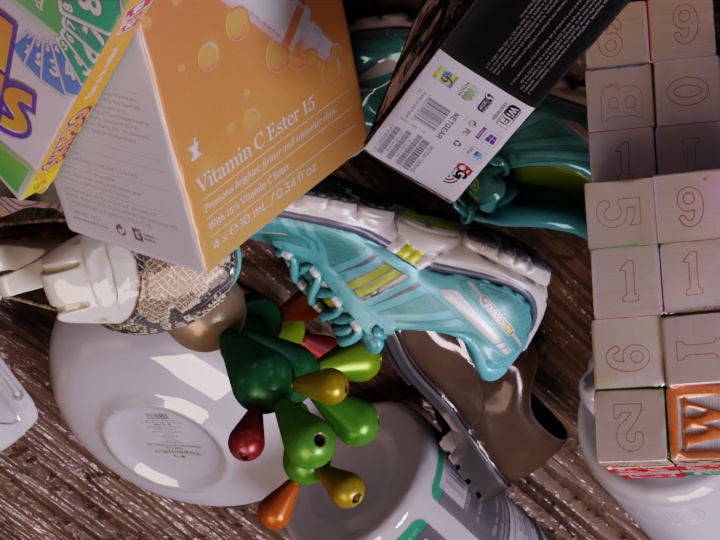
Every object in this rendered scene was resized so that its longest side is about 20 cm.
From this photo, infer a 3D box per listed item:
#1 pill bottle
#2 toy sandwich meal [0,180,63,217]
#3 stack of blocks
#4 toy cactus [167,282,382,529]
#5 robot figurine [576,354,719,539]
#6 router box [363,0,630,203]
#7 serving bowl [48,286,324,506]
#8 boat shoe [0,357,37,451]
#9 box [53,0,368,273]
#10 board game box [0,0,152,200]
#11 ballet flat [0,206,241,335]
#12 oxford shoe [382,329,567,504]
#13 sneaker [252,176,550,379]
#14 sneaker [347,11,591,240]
[{"bbox_3d":[0.052,0.182,1.020,0.112,0.114,0.200,-17,132,34],"label":"pill bottle"},{"bbox_3d":[-0.158,-0.060,0.887,0.203,0.071,0.206,11,137,10],"label":"toy sandwich meal"},{"bbox_3d":[0.134,-0.014,0.697,0.058,0.202,0.115,-4,168,15],"label":"stack of blocks"},{"bbox_3d":[-0.062,0.048,0.877,0.165,0.200,0.102,38,110,-15],"label":"toy cactus"},{"bbox_3d":[0.191,0.099,0.873,0.113,0.170,0.200,-44,135,0],"label":"robot figurine"},{"bbox_3d":[0.082,-0.143,0.651,0.051,0.150,0.200,29,138,-10],"label":"router box"},{"bbox_3d":[-0.115,0.090,1.030,0.198,0.066,0.201,11,136,10],"label":"serving bowl"},{"bbox_3d":[-0.270,0.024,1.018,0.203,0.086,0.075,52,141,8],"label":"boat shoe"},{"bbox_3d":[-0.084,-0.122,0.713,0.097,0.124,0.201,17,133,37],"label":"box"},{"bbox_3d":[-0.143,-0.107,0.663,0.096,0.030,0.200,49,146,3],"label":"board game box"},{"bbox_3d":[-0.145,0.000,0.807,0.199,0.075,0.069,4,103,48],"label":"ballet flat"},{"bbox_3d":[0.057,0.037,0.922,0.084,0.073,0.201,-29,118,10],"label":"oxford shoe"},{"bbox_3d":[0.000,0.000,0.821,0.198,0.078,0.080,19,98,-8],"label":"sneaker"},{"bbox_3d":[0.056,-0.067,0.792,0.198,0.080,0.078,18,137,3],"label":"sneaker"}]
